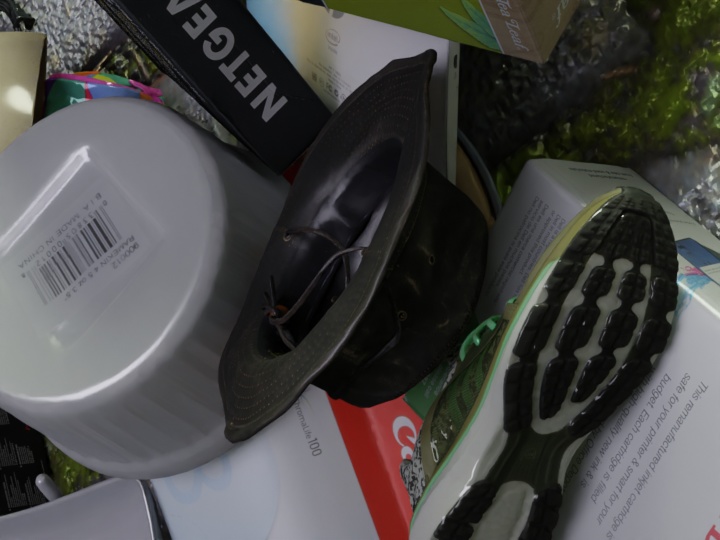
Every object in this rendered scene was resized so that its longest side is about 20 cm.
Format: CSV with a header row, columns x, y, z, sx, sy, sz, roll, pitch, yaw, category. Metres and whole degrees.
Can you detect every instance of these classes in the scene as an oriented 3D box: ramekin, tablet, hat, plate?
x,y,z,sx,sy,sz,roll,pitch,yaw,category
-0.130,0.004,0.829,0.199,0.098,0.202,-10,66,22,ramekin
-0.010,-0.130,0.813,0.200,0.014,0.131,39,140,44,tablet
0.011,0.001,0.703,0.201,0.080,0.201,-55,17,26,hat
-0.164,0.237,0.919,0.199,0.032,0.201,-22,77,40,plate

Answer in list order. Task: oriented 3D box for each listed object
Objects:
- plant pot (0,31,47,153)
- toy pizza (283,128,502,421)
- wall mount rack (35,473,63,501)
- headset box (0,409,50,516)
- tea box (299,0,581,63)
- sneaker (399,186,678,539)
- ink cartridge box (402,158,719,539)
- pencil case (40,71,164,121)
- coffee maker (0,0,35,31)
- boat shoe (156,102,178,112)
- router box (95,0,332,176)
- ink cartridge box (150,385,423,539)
x,y,z,sx,sy,sz,roll,pitch,yaw,category
-0.280,-0.062,0.987,0.200,0.133,0.202,-173,90,-80,plant pot
0.000,0.000,0.861,0.199,0.032,0.202,0,90,43,toy pizza
-0.132,0.206,0.954,0.199,0.074,0.175,-15,79,41,wall mount rack
-0.312,0.154,1.034,0.075,0.199,0.150,-29,72,38,headset box
0.032,-0.228,0.687,0.196,0.134,0.201,20,69,31,tea box
0.063,0.043,0.669,0.201,0.076,0.089,-62,35,18,sneaker
0.134,0.063,0.700,0.200,0.087,0.146,44,119,36,ink cartridge box
-0.171,-0.027,0.983,0.088,0.088,0.202,9,97,42,pencil case
-0.367,-0.123,1.085,0.134,0.199,0.193,33,112,36,coffee maker
-0.107,-0.005,0.939,0.062,0.073,0.202,-5,93,35,boat shoe
-0.112,-0.152,0.809,0.051,0.200,0.149,-45,48,-2,router box
-0.018,0.131,0.833,0.199,0.047,0.161,-23,86,33,ink cartridge box
